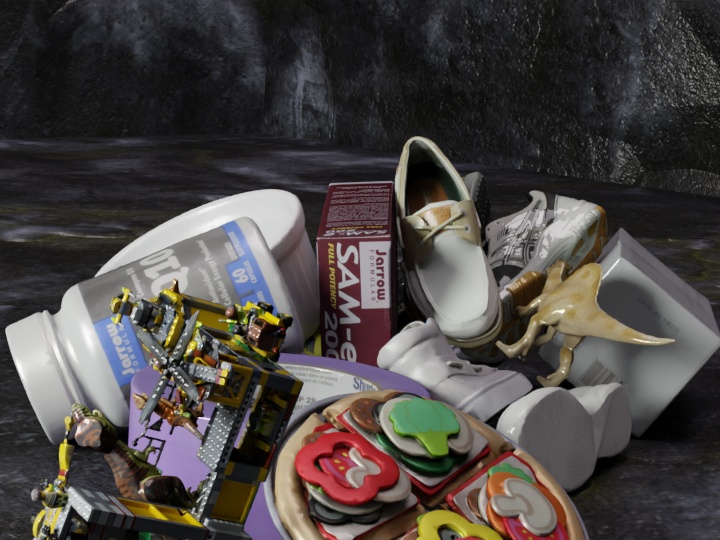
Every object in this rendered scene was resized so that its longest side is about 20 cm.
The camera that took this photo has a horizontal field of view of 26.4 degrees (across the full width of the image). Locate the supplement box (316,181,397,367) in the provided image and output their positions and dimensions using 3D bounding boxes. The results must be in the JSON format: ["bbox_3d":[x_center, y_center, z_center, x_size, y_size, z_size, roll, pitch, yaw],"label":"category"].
[{"bbox_3d":[0.000,0.000,1.249,0.061,0.109,0.200,-2,14,2],"label":"supplement box"}]

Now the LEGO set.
[{"bbox_3d":[-0.126,0.095,0.810,0.116,0.201,0.154,18,13,-37],"label":"LEGO set"}]

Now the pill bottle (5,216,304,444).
[{"bbox_3d":[-0.152,0.047,1.141,0.199,0.114,0.114,-23,15,-9],"label":"pill bottle"}]

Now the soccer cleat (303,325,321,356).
[{"bbox_3d":[-0.044,0.055,1.341,0.065,0.084,0.200,32,-6,-24],"label":"soccer cleat"}]

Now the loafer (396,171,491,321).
[{"bbox_3d":[0.066,-0.016,1.356,0.069,0.075,0.200,-4,31,20],"label":"loafer"}]

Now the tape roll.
[{"bbox_3d":[-0.055,0.117,1.021,0.199,0.085,0.200,3,9,-1],"label":"tape roll"}]

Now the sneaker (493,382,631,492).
[{"bbox_3d":[0.132,0.123,1.148,0.088,0.076,0.200,-4,-2,29],"label":"sneaker"}]

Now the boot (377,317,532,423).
[{"bbox_3d":[0.070,0.076,1.162,0.073,0.096,0.200,-39,-9,8],"label":"boot"}]

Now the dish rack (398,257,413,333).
[{"bbox_3d":[0.046,0.028,1.475,0.153,0.055,0.200,-36,21,-13],"label":"dish rack"}]

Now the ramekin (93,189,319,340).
[{"bbox_3d":[-0.124,0.022,1.313,0.200,0.098,0.201,-21,22,9],"label":"ramekin"}]

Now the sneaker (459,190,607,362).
[{"bbox_3d":[0.130,0.003,1.329,0.087,0.076,0.200,25,48,30],"label":"sneaker"}]

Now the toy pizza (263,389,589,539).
[{"bbox_3d":[0.043,0.131,0.872,0.199,0.032,0.200,15,33,-10],"label":"toy pizza"}]

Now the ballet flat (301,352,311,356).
[{"bbox_3d":[-0.039,0.099,1.226,0.199,0.069,0.071,8,-9,-1],"label":"ballet flat"}]

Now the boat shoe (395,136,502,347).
[{"bbox_3d":[0.063,-0.026,1.245,0.074,0.069,0.200,-17,47,-2],"label":"boat shoe"}]

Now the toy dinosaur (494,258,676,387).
[{"bbox_3d":[0.160,0.038,1.197,0.058,0.101,0.200,38,5,-21],"label":"toy dinosaur"}]

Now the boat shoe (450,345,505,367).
[{"bbox_3d":[0.098,0.055,1.351,0.062,0.072,0.200,47,42,15],"label":"boat shoe"}]

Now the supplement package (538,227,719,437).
[{"bbox_3d":[0.236,0.049,1.350,0.114,0.110,0.200,40,13,2],"label":"supplement package"}]
